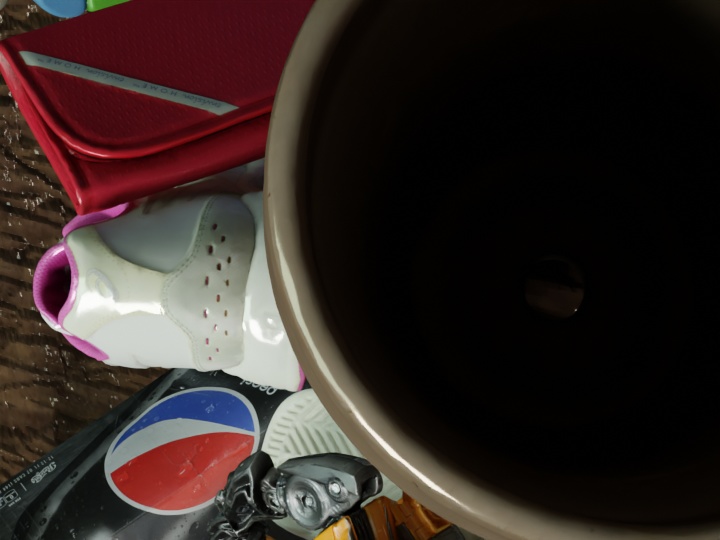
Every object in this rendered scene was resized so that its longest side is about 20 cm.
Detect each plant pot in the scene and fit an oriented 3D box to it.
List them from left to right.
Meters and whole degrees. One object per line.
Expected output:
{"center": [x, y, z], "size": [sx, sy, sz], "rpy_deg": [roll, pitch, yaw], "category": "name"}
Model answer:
{"center": [0.069, -0.009, 0.831], "size": [0.175, 0.199, 0.201], "rpy_deg": [110, 143, -80], "category": "plant pot"}

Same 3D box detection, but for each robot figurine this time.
{"center": [-0.017, 0.140, 0.987], "size": [0.200, 0.058, 0.145], "rpy_deg": [-38, 82, 44], "category": "robot figurine"}

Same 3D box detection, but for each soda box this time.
{"center": [-0.062, 0.084, 1.093], "size": [0.063, 0.200, 0.071], "rpy_deg": [43, 164, 49], "category": "soda box"}

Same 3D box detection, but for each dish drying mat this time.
{"center": [-0.011, -0.077, 0.913], "size": [0.077, 0.199, 0.018], "rpy_deg": [56, 158, 37], "category": "dish drying mat"}

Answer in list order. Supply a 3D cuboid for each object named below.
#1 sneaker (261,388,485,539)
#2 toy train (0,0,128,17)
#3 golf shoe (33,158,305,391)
{"center": [0.061, 0.088, 1.011], "size": [0.199, 0.084, 0.075], "rpy_deg": [20, 89, 37], "category": "sneaker"}
{"center": [-0.162, -0.165, 1.291], "size": [0.200, 0.115, 0.085], "rpy_deg": [42, 137, 51], "category": "toy train"}
{"center": [-0.062, -0.003, 0.939], "size": [0.200, 0.091, 0.076], "rpy_deg": [-177, 89, -81], "category": "golf shoe"}
